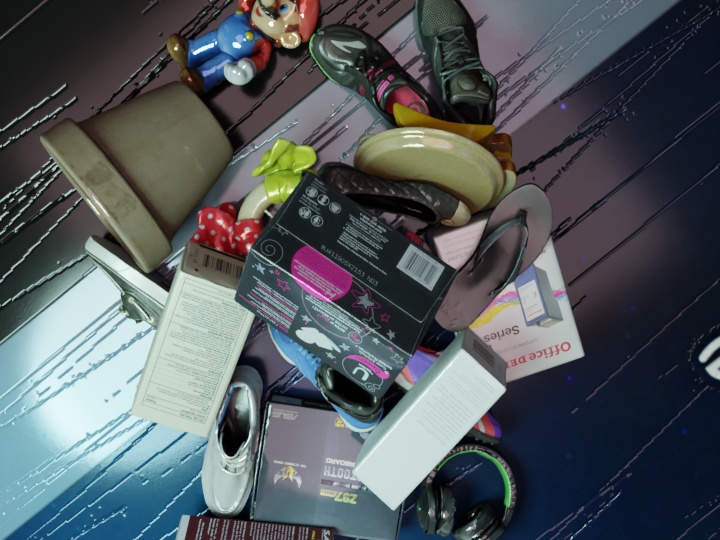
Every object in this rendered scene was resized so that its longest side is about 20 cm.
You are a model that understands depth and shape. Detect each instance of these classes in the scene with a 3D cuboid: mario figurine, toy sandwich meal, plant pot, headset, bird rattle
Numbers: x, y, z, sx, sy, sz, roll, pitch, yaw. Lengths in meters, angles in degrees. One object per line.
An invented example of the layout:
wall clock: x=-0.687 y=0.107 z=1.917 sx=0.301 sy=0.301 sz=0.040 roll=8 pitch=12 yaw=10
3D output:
mario figurine: x=-0.140 y=-0.298 z=1.068 sx=0.197 sy=0.106 sz=0.125 roll=-29 pitch=105 yaw=5
toy sandwich meal: x=0.091 y=-0.131 z=1.069 sx=0.201 sy=0.206 sz=0.072 roll=12 pitch=65 yaw=-2
plant pot: x=-0.249 y=-0.129 z=1.051 sx=0.174 sy=0.200 sz=0.201 roll=-40 pitch=95 yaw=-11
headset: x=0.127 y=0.323 z=1.137 sx=0.122 sy=0.094 sz=0.203 roll=25 pitch=83 yaw=-3
bird rattle: x=-0.106 y=-0.056 z=1.077 sx=0.162 sy=0.113 sz=0.201 roll=40 pitch=90 yaw=10

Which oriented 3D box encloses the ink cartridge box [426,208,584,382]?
ink cartridge box: x=0.180 y=0.029 z=1.115 sx=0.142 sy=0.088 sz=0.204 roll=-17 pitch=97 yaw=0

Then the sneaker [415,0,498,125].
sneaker: x=0.120 y=-0.254 z=1.075 sx=0.075 sy=0.114 sz=0.204 roll=-14 pitch=93 yaw=-1

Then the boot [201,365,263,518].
boot: x=-0.166 y=0.226 z=1.122 sx=0.072 sy=0.096 sz=0.205 roll=7 pitch=95 yaw=-1

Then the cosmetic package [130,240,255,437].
cosmetic package: x=-0.194 y=0.082 z=1.055 sx=0.102 sy=0.088 sz=0.203 roll=20 pitch=112 yaw=-14

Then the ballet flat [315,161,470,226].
ballet flat: x=0.037 y=-0.077 z=1.046 sx=0.196 sy=0.067 sz=0.058 roll=12 pitch=65 yaw=-14

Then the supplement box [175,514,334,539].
supplement box: x=-0.135 y=0.377 z=1.134 sx=0.195 sy=0.061 sz=0.111 roll=5 pitch=126 yaw=-1

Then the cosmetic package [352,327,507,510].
cosmetic package: x=0.083 y=0.173 z=1.049 sx=0.071 sy=0.101 sz=0.201 roll=40 pitch=106 yaw=0

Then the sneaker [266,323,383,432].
sneaker: x=-0.041 y=0.104 z=1.085 sx=0.076 sy=0.112 sz=0.201 roll=-35 pitch=77 yaw=-16

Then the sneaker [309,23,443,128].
sneaker: x=0.026 y=-0.235 z=1.088 sx=0.198 sy=0.084 sz=0.077 roll=35 pitch=93 yaw=-4

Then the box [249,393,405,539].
box: x=-0.036 y=0.255 z=1.150 sx=0.195 sy=0.051 sz=0.161 roll=10 pitch=96 yaw=-2

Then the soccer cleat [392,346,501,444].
soccer cleat: x=0.109 y=0.147 z=1.136 sx=0.198 sy=0.068 sz=0.074 roll=35 pitch=90 yaw=-1

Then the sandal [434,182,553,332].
sandal: x=0.161 y=-0.010 z=1.046 sx=0.076 sy=0.043 sz=0.202 roll=35 pitch=92 yaw=-4

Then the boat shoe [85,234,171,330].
boat shoe: x=-0.272 y=0.037 z=1.115 sx=0.199 sy=0.071 sz=0.064 roll=40 pitch=93 yaw=-6

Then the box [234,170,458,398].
box: x=-0.017 y=0.016 z=0.966 sx=0.198 sy=0.115 sz=0.133 roll=33 pitch=55 yaw=1

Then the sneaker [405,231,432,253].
sneaker: x=0.000 y=0.000 z=1.086 sx=0.196 sy=0.081 sz=0.075 roll=-14 pitch=127 yaw=23
